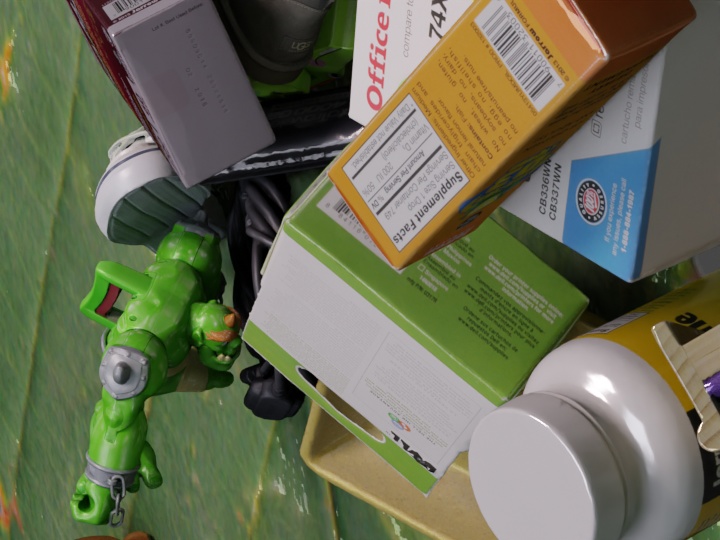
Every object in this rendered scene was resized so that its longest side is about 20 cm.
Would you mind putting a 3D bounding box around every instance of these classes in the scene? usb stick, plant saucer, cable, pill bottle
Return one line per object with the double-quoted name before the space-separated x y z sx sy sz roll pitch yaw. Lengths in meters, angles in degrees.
"usb stick" -0.013 -0.081 1.488 0.200 0.056 0.033 -7 134 31
"plant saucer" 0.077 0.073 1.476 0.200 0.048 0.200 28 132 16
"cable" -0.049 0.002 1.578 0.200 0.051 0.163 111 155 -75
"pill bottle" 0.153 0.073 1.289 0.112 0.200 0.113 27 128 40

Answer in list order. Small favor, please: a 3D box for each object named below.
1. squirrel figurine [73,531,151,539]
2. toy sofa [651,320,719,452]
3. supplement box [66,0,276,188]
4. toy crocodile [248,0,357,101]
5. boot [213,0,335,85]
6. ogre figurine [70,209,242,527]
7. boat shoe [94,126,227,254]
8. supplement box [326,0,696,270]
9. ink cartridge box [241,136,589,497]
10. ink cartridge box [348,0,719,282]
"squirrel figurine" -0.157 0.282 1.866 0.200 0.141 0.187 -2 97 37
"toy sofa" 0.241 0.021 1.167 0.200 0.083 0.098 -32 75 15
"supplement box" -0.122 -0.140 1.496 0.109 0.061 0.200 65 173 -32
"toy crocodile" -0.057 -0.121 1.565 0.200 0.062 0.068 -21 56 48
"boot" -0.028 -0.221 1.433 0.182 0.073 0.200 58 140 18
"ogre figurine" -0.126 0.051 1.589 0.098 0.200 0.120 34 141 18
"boat shoe" -0.132 -0.055 1.615 0.200 0.073 0.067 75 171 -78
"supplement box" 0.064 -0.079 1.186 0.069 0.067 0.200 57 142 8
"ink cartridge box" 0.021 0.027 1.405 0.148 0.076 0.200 40 159 4
"ink cartridge box" 0.115 -0.117 1.279 0.200 0.146 0.147 32 131 38
